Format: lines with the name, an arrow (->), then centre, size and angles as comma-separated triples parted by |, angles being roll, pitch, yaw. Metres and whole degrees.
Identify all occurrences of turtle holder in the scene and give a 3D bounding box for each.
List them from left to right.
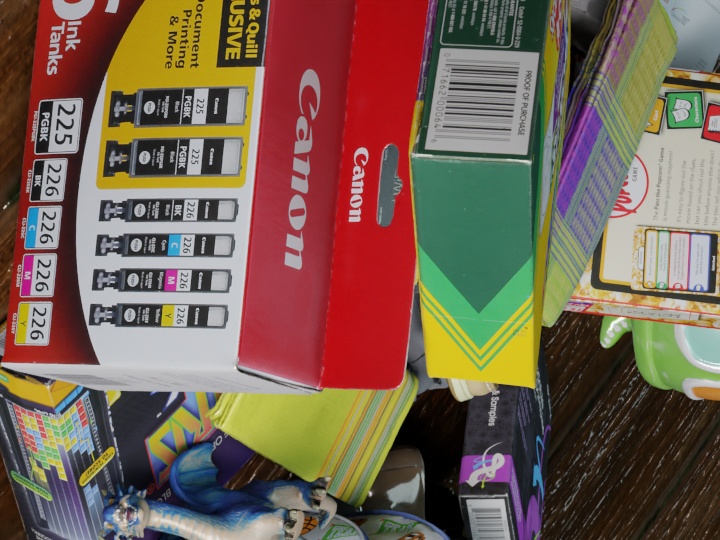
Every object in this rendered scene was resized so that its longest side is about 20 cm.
turtle holder -> 0.248, -0.005, 1.708 | 0.186, 0.132, 0.141 | -66, 149, -15

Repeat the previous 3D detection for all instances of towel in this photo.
towel -> -0.023, 0.071, 1.478 | 0.086, 0.018, 0.200 | -64, 154, -6
towel -> 0.132, -0.072, 1.524 | 0.200, 0.023, 0.144 | -67, 162, -7

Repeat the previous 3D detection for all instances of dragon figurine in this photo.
dragon figurine -> -0.072, 0.127, 1.389 | 0.200, 0.099, 0.059 | -37, 141, -72

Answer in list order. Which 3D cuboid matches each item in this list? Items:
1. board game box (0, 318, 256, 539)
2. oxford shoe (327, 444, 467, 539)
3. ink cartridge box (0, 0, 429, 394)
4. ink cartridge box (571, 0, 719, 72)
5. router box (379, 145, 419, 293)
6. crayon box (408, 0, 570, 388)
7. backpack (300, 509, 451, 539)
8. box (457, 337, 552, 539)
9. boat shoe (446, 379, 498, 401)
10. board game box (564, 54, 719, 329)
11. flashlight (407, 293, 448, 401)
board game box -> -0.104, 0.050, 1.402 | 0.200, 0.057, 0.166 | -47, 142, -34
oxford shoe -> 0.033, 0.179, 1.661 | 0.084, 0.073, 0.200 | -17, 141, -1
ink cartridge box -> -0.064, -0.047, 1.239 | 0.084, 0.175, 0.201 | 20, 72, -60
ink cartridge box -> 0.175, -0.223, 1.643 | 0.200, 0.084, 0.176 | 24, 88, -60
router box -> 0.020, -0.088, 1.389 | 0.157, 0.052, 0.201 | -2, 102, -39
crayon box -> 0.065, -0.076, 1.252 | 0.173, 0.058, 0.200 | 82, 14, -53
backpack -> -0.020, 0.220, 1.516 | 0.190, 0.200, 0.154 | -40, 123, -27
box -> 0.094, 0.115, 1.701 | 0.200, 0.036, 0.143 | -82, 166, -45
boat shoe -> 0.081, -0.021, 1.577 | 0.074, 0.066, 0.200 | 59, 32, -66
board game box -> 0.217, -0.042, 1.618 | 0.046, 0.199, 0.152 | 121, -24, -80
flashlight -> 0.000, 0.000, 1.538 | 0.068, 0.068, 0.200 | -23, 143, -5
